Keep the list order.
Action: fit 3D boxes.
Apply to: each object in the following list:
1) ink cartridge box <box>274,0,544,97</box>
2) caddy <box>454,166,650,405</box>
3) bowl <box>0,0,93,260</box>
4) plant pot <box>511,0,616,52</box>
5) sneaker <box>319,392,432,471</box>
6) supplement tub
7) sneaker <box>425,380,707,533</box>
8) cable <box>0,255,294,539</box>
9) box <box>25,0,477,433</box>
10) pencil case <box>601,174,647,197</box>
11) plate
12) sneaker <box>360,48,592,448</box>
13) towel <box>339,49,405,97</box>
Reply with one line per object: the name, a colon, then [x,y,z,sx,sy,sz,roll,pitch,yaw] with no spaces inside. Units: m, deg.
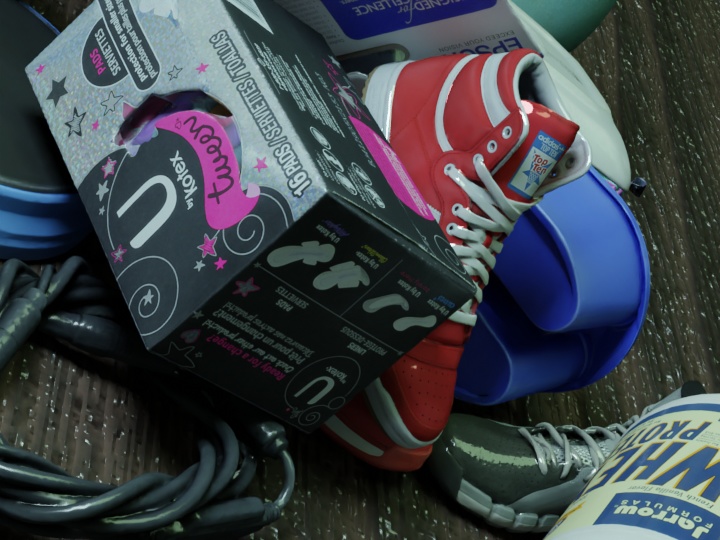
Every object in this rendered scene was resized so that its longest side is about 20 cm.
ink cartridge box: [-0.031,-0.169,1.013,0.200,0.197,0.047,48,44,-41]
caddy: [0.076,-0.016,1.144,0.200,0.142,0.105,50,33,16]
bowl: [-0.206,-0.092,0.991,0.200,0.039,0.201,31,28,-19]
plant pot: [0.084,-0.211,1.415,0.200,0.200,0.135,37,48,-10]
sneaker: [0.000,0.000,1.043,0.078,0.116,0.200,2,46,-52]
supplement tub: [0.153,0.164,0.951,0.145,0.145,0.200,44,38,5]
sneaker: [0.134,0.093,1.083,0.199,0.116,0.075,22,32,-34]
cable: [-0.121,0.055,0.873,0.199,0.051,0.164,-1,49,-53]
box: [-0.058,-0.044,0.941,0.132,0.115,0.201,32,21,-48]
pencil case: [0.093,-0.092,1.332,0.200,0.092,0.085,42,61,4]
plate: [0.087,-0.149,1.249,0.200,0.032,0.200,37,14,-19]
sneaker: [0.056,-0.016,0.975,0.071,0.112,0.202,17,68,-53]
towel: [-0.045,-0.162,1.089,0.031,0.148,0.201,-41,127,-53]
